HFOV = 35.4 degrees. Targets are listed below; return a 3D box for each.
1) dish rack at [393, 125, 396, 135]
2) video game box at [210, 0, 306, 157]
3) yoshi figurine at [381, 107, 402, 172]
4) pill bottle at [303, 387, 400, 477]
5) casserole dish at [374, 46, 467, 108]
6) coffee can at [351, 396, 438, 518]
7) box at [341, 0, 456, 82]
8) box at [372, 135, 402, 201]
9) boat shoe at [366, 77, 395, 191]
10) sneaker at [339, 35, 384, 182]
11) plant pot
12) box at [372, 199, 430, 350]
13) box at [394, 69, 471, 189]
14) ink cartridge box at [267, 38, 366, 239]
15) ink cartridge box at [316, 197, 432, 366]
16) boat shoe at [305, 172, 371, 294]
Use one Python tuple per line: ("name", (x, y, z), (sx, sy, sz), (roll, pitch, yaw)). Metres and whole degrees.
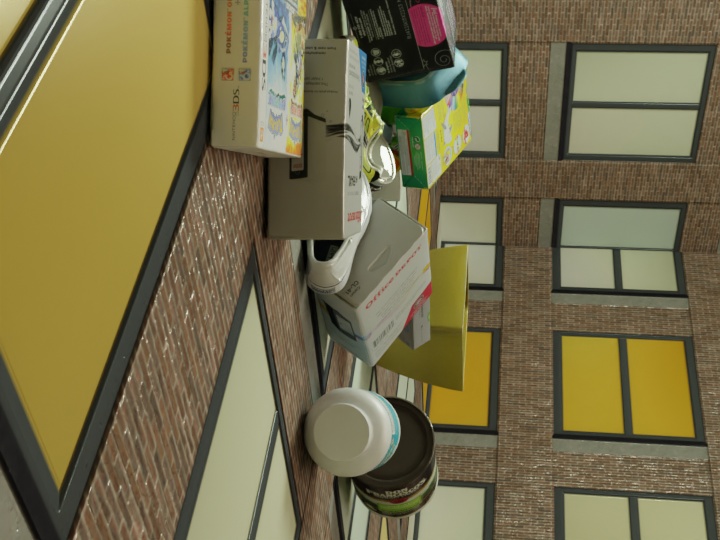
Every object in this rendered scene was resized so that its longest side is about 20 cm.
("dish rack", (0.067, -0.283, 1.806), (0.200, 0.043, 0.172), (33, -44, 45))
("video game box", (-0.086, -0.193, 0.992), (0.200, 0.047, 0.183), (-27, 121, -82))
("yoshi figurine", (0.034, -0.221, 1.704), (0.200, 0.112, 0.113), (-81, 164, -59))
("pill bottle", (-0.011, 0.206, 1.442), (0.200, 0.111, 0.111), (43, 49, -80))
("casserole dish", (0.061, -0.289, 1.627), (0.121, 0.200, 0.039), (-54, 135, -26))
("coffee can", (0.050, 0.303, 1.809), (0.200, 0.146, 0.147), (77, 16, -64))
("box", (0.047, -0.377, 1.532), (0.115, 0.132, 0.200), (-81, 158, -45))
("box", (0.044, -0.202, 1.920), (0.200, 0.068, 0.082), (-79, 169, -52))
("boat shoe", (-0.003, -0.203, 1.577), (0.074, 0.060, 0.200), (-2, 72, -44))
("sneaker", (-0.006, -0.210, 1.495), (0.075, 0.076, 0.200), (-50, 141, -76))
("plant pot", (0.107, 0.085, 2.077), (0.200, 0.176, 0.200), (84, 11, -52))
("box", (0.044, 0.004, 1.736), (0.156, 0.041, 0.200), (40, -34, 39))
("box", (0.115, -0.216, 1.672), (0.200, 0.048, 0.118), (-47, 137, -48))
("ink cartridge box", (-0.044, -0.134, 1.182), (0.146, 0.084, 0.200), (-36, 127, -81))
("ink cartridge box", (0.020, 0.019, 1.503), (0.148, 0.086, 0.200), (-49, 157, -17))
("boat shoe", (-0.025, -0.066, 1.394), (0.065, 0.073, 0.200), (90, 5, -53))
